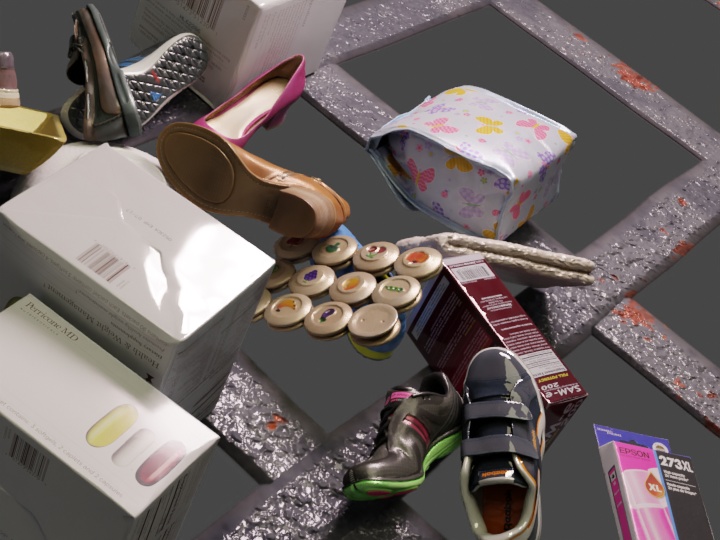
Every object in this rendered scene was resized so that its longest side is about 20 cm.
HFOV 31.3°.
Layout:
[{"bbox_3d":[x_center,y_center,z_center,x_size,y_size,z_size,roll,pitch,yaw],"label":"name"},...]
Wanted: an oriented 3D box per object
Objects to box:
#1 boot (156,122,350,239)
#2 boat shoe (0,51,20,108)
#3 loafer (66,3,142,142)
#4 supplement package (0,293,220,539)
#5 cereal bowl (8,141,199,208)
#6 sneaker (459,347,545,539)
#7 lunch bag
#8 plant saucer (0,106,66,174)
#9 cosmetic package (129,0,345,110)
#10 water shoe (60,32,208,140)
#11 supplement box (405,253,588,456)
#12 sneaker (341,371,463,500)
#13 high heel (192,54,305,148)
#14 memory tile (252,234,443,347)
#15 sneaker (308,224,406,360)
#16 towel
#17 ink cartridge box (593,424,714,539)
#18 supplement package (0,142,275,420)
[{"bbox_3d":[-0.108,-0.090,1.351,0.200,0.074,0.155,33,13,9],"label":"boot"},{"bbox_3d":[-0.416,-0.216,1.338,0.072,0.065,0.200,3,15,-45],"label":"boat shoe"},{"bbox_3d":[-0.287,-0.212,1.366,0.063,0.072,0.200,-19,51,-10],"label":"loafer"},{"bbox_3d":[-0.237,0.149,1.013,0.200,0.156,0.111,35,39,11],"label":"supplement package"},{"bbox_3d":[-0.252,-0.065,1.301,0.200,0.083,0.200,16,39,-13],"label":"cereal bowl"},{"bbox_3d":[0.132,0.164,1.192,0.079,0.078,0.200,35,47,-66],"label":"sneaker"},{"bbox_3d":[0.129,-0.135,1.550,0.200,0.127,0.170,30,39,20],"label":"lunch bag"},{"bbox_3d":[-0.401,-0.143,1.281,0.200,0.049,0.200,11,10,-18],"label":"plant saucer"},{"bbox_3d":[-0.143,-0.328,1.585,0.167,0.166,0.200,40,42,16],"label":"cosmetic package"},{"bbox_3d":[-0.263,-0.205,1.472,0.200,0.079,0.072,-35,111,-30],"label":"water shoe"},{"bbox_3d":[0.134,0.091,1.320,0.061,0.109,0.200,-9,51,-36],"label":"supplement box"},{"bbox_3d":[0.036,0.155,1.205,0.200,0.077,0.084,-34,103,-56],"label":"sneaker"},{"bbox_3d":[-0.135,-0.188,1.489,0.067,0.096,0.200,42,41,18],"label":"high heel"},{"bbox_3d":[-0.028,0.014,1.296,0.200,0.017,0.153,9,42,30],"label":"memory tile"},{"bbox_3d":[0.000,0.000,1.373,0.066,0.078,0.200,-2,46,-28],"label":"sneaker"},{"bbox_3d":[0.152,-0.012,1.438,0.200,0.133,0.035,11,83,-19],"label":"towel"},{"bbox_3d":[0.303,0.234,1.314,0.095,0.037,0.200,13,39,-16],"label":"ink cartridge box"},{"bbox_3d":[-0.213,0.040,1.112,0.191,0.200,0.147,35,40,11],"label":"supplement package"}]
